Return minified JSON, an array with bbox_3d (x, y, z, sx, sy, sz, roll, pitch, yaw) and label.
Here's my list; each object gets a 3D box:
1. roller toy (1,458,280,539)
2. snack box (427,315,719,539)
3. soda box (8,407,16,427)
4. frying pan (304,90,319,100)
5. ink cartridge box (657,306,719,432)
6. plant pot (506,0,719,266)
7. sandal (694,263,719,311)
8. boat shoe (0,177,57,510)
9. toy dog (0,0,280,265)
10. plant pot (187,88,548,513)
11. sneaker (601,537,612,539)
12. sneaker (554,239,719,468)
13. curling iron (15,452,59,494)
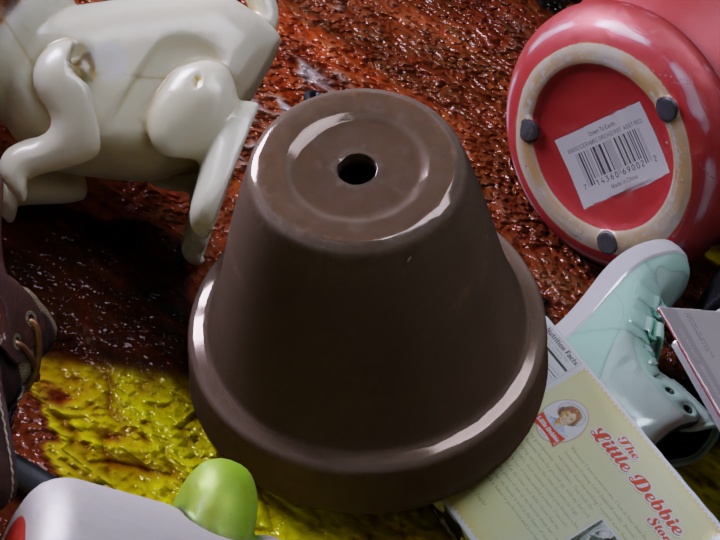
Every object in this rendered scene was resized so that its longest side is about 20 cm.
[{"bbox_3d":[-0.112,0.189,1.191,0.139,0.183,0.201,17,33,-12],"label":"roller toy"},{"bbox_3d":[0.098,0.112,1.508,0.116,0.037,0.200,-31,57,-12],"label":"snack box"},{"bbox_3d":[-0.269,0.040,1.379,0.199,0.071,0.063,24,45,1],"label":"soda box"},{"bbox_3d":[-0.020,-0.046,1.679,0.114,0.031,0.190,-8,39,-40],"label":"frying pan"},{"bbox_3d":[0.239,0.114,1.550,0.176,0.045,0.201,2,55,-56],"label":"ink cartridge box"},{"bbox_3d":[0.205,-0.108,1.772,0.200,0.201,0.182,42,41,23],"label":"plant pot"},{"bbox_3d":[0.238,0.013,1.671,0.045,0.200,0.075,30,77,1],"label":"sandal"},{"bbox_3d":[-0.180,0.030,1.328,0.071,0.072,0.201,-2,48,-21],"label":"boat shoe"},{"bbox_3d":[-0.155,-0.115,1.558,0.199,0.195,0.140,19,-2,-4],"label":"toy dog"},{"bbox_3d":[0.000,0.000,1.461,0.199,0.175,0.201,-2,51,3],"label":"plant pot"},{"bbox_3d":[0.123,0.242,1.382,0.078,0.090,0.201,41,30,-57],"label":"sneaker"},{"bbox_3d":[0.171,0.064,1.629,0.118,0.074,0.200,31,44,19],"label":"sneaker"},{"bbox_3d":[-0.104,0.145,1.399,0.199,0.026,0.050,27,13,10],"label":"curling iron"}]
